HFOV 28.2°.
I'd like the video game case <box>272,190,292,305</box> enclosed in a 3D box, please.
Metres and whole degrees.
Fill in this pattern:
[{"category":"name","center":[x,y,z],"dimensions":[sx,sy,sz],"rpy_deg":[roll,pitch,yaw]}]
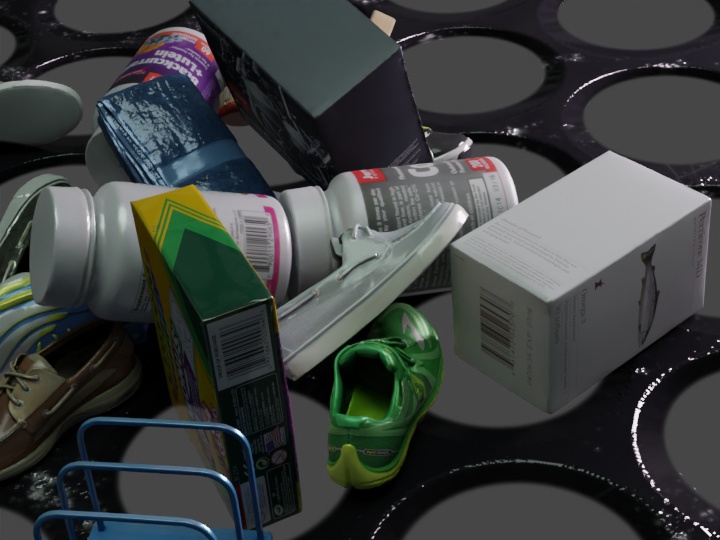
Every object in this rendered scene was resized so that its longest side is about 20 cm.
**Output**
[{"category":"video game case","center":[-0.100,-0.010,1.342],"dimensions":[0.180,0.022,0.200],"rpy_deg":[14,39,25]}]

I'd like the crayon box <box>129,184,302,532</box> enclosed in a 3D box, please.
[{"category":"crayon box","center":[-0.109,0.065,1.080],"dimensions":[0.058,0.202,0.173],"rpy_deg":[-18,36,-18]}]

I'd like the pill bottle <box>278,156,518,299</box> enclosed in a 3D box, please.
[{"category":"pill bottle","center":[0.032,-0.034,1.262],"dimensions":[0.197,0.115,0.114],"rpy_deg":[-7,34,-13]}]

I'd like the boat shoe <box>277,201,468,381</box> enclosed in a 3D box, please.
[{"category":"boat shoe","center":[0.000,0.000,1.164],"dimensions":[0.200,0.072,0.070],"rpy_deg":[-41,0,-10]}]

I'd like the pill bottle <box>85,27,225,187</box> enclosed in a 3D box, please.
[{"category":"pill bottle","center":[-0.212,-0.161,1.493],"dimensions":[0.110,0.113,0.201],"rpy_deg":[4,36,13]}]

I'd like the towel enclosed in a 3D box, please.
[{"category":"towel","center":[-0.160,-0.099,1.350],"dimensions":[0.111,0.049,0.201],"rpy_deg":[-24,65,-27]}]

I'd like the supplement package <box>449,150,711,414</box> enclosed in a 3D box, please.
[{"category":"supplement package","center":[0.184,0.006,1.199],"dimensions":[0.199,0.118,0.117],"rpy_deg":[-30,41,-30]}]

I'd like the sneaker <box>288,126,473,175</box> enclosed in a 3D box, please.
[{"category":"sneaker","center":[0.014,-0.139,1.442],"dimensions":[0.197,0.084,0.072],"rpy_deg":[-1,16,7]}]

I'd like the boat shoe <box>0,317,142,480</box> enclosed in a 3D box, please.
[{"category":"boat shoe","center":[-0.266,0.100,1.163],"dimensions":[0.075,0.073,0.199],"rpy_deg":[23,44,34]}]

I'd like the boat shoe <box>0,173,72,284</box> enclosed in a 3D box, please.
[{"category":"boat shoe","center":[-0.308,-0.014,1.340],"dimensions":[0.063,0.071,0.201],"rpy_deg":[7,45,19]}]

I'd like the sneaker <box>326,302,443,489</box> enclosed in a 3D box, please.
[{"category":"sneaker","center":[0.022,0.084,1.137],"dimensions":[0.073,0.085,0.201],"rpy_deg":[3,35,13]}]

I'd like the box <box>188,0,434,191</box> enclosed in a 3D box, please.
[{"category":"box","center":[-0.043,-0.173,1.333],"dimensions":[0.104,0.183,0.200],"rpy_deg":[-39,58,-11]}]

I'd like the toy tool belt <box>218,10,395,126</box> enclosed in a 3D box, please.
[{"category":"toy tool belt","center":[-0.055,-0.218,1.528],"dimensions":[0.197,0.125,0.125],"rpy_deg":[-2,73,-9]}]

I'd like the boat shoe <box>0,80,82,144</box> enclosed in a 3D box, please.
[{"category":"boat shoe","center":[-0.399,-0.179,1.568],"dimensions":[0.197,0.072,0.064],"rpy_deg":[-5,33,3]}]

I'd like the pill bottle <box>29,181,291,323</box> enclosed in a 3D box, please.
[{"category":"pill bottle","center":[-0.167,-0.013,1.188],"dimensions":[0.197,0.115,0.114],"rpy_deg":[5,30,-24]}]

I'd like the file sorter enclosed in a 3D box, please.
[{"category":"file sorter","center":[-0.149,0.207,0.953],"dimensions":[0.136,0.124,0.201],"rpy_deg":[2,35,9]}]

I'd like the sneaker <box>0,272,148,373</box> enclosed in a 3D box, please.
[{"category":"sneaker","center":[-0.247,0.039,1.241],"dimensions":[0.105,0.076,0.200],"rpy_deg":[33,63,33]}]
